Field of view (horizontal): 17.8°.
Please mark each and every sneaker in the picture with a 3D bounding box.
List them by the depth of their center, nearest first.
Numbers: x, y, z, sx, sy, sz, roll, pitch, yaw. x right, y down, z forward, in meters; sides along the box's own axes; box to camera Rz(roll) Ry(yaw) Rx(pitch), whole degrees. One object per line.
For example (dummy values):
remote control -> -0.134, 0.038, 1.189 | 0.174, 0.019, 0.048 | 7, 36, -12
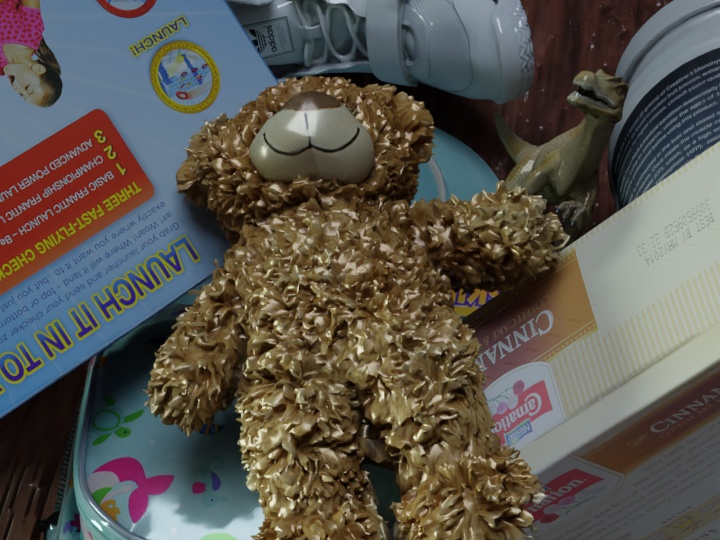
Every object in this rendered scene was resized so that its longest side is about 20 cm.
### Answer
sneaker -> -0.006, -0.117, 1.144 | 0.115, 0.075, 0.200 | -24, 34, -25

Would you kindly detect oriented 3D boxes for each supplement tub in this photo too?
supplement tub -> 0.182, -0.021, 0.988 | 0.140, 0.141, 0.200 | -4, 42, -1

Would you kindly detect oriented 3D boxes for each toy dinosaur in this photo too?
toy dinosaur -> 0.088, -0.039, 1.043 | 0.058, 0.200, 0.101 | 27, 82, -6

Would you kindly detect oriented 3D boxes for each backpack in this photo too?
backpack -> -0.035, 0.113, 0.854 | 0.177, 0.151, 0.200 | 4, 47, 6

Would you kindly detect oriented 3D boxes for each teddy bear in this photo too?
teddy bear -> -0.005, 0.016, 0.765 | 0.145, 0.067, 0.200 | -4, 65, 23

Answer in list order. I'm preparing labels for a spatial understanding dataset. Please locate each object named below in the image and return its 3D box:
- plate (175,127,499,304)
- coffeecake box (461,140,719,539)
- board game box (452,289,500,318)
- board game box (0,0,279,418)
plate -> -0.027, -0.027, 1.093 | 0.200, 0.026, 0.200 | -2, 42, 2
coffeecake box -> 0.139, 0.050, 0.823 | 0.200, 0.153, 0.073 | 22, 44, -43
board game box -> 0.000, 0.000, 0.951 | 0.095, 0.030, 0.200 | 4, 5, -7
board game box -> -0.139, -0.059, 0.821 | 0.200, 0.056, 0.196 | -35, 94, -30
